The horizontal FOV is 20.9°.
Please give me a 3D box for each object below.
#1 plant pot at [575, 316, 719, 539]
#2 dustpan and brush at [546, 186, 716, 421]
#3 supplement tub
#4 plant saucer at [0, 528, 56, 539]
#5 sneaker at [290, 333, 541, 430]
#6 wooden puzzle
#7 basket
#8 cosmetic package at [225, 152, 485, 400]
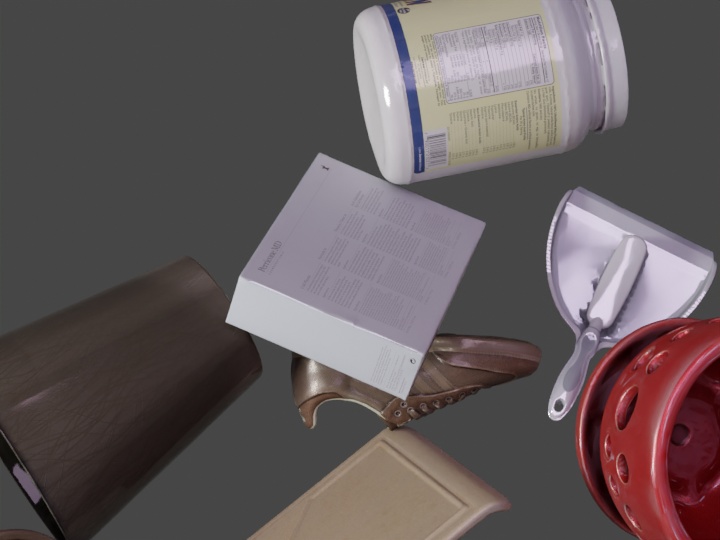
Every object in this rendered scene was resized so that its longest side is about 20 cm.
[{"bbox_3d":[0.270,0.132,1.460,0.199,0.182,0.202,0,90,-17],"label":"plant pot"},{"bbox_3d":[0.193,0.036,1.564,0.139,0.057,0.201,26,75,5],"label":"dustpan and brush"},{"bbox_3d":[0.103,-0.156,1.573,0.198,0.145,0.146,-11,74,-6],"label":"supplement tub"},{"bbox_3d":[-0.283,0.278,1.423,0.029,0.200,0.201,24,71,39],"label":"plant saucer"},{"bbox_3d":[0.044,0.088,1.550,0.198,0.070,0.076,0,90,4],"label":"sneaker"},{"bbox_3d":[-0.003,0.203,1.463,0.199,0.185,0.037,-33,114,-13],"label":"wooden puzzle"},{"bbox_3d":[-0.187,0.088,1.499,0.199,0.136,0.181,-35,103,-16],"label":"basket"},{"bbox_3d":[0.000,0.000,1.516,0.150,0.052,0.200,25,35,4],"label":"cosmetic package"}]
